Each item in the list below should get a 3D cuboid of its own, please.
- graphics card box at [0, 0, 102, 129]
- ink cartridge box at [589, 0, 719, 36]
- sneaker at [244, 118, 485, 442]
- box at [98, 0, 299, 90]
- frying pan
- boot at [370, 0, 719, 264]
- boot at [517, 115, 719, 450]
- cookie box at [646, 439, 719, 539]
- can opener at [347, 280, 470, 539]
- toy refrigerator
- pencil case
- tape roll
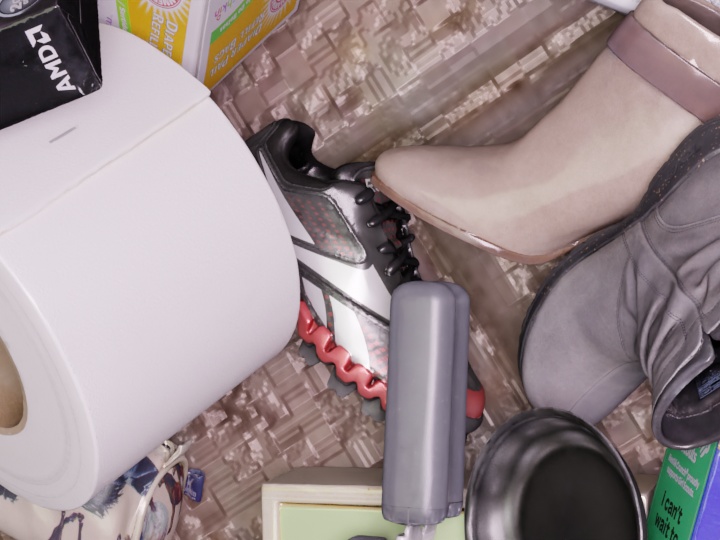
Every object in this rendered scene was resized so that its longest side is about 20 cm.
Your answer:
[{"bbox_3d":[-0.217,-0.094,0.853,0.199,0.126,0.051,-20,125,6],"label":"graphics card box"},{"bbox_3d":[0.129,-0.230,0.900,0.197,0.047,0.201,21,96,-5],"label":"ink cartridge box"},{"bbox_3d":[0.000,0.000,0.966,0.200,0.071,0.098,45,106,12],"label":"sneaker"},{"bbox_3d":[-0.132,-0.189,0.959,0.199,0.113,0.102,31,140,13],"label":"box"},{"bbox_3d":[0.108,0.150,0.859,0.115,0.031,0.191,-52,52,35],"label":"frying pan"},{"bbox_3d":[0.120,-0.070,0.909,0.199,0.070,0.147,19,120,-4],"label":"boot"},{"bbox_3d":[0.133,0.034,0.855,0.069,0.132,0.200,19,129,-14],"label":"boot"},{"bbox_3d":[0.210,0.172,0.878,0.170,0.075,0.201,12,97,-10],"label":"cookie box"},{"bbox_3d":[0.019,0.104,0.907,0.066,0.053,0.201,7,92,17],"label":"can opener"},{"bbox_3d":[0.052,0.144,0.959,0.199,0.070,0.076,0,92,16],"label":"toy refrigerator"},{"bbox_3d":[-0.187,0.096,1.025,0.199,0.078,0.090,24,91,14],"label":"pencil case"},{"bbox_3d":[-0.147,-0.002,0.926,0.202,0.139,0.203,34,144,29],"label":"tape roll"}]
